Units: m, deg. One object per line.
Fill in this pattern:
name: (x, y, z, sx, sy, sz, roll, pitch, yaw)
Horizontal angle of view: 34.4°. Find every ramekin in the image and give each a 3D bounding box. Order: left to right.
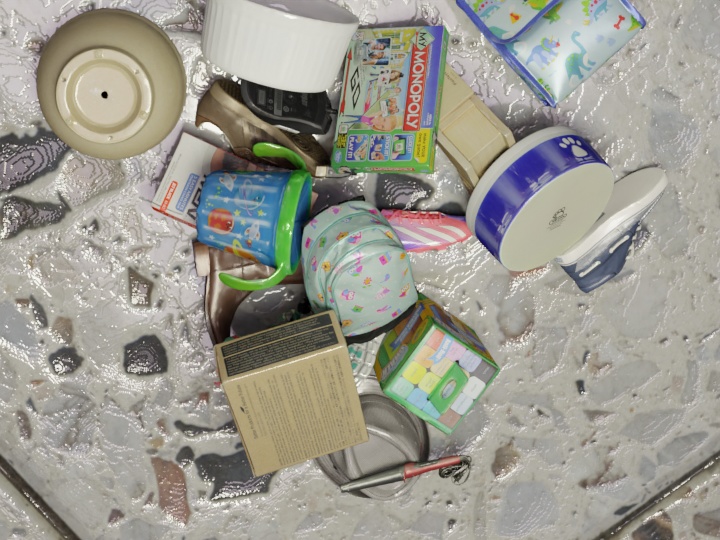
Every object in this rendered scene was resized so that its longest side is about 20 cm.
ramekin: (-0.109, -0.302, 1.486, 0.200, 0.201, 0.098, 14, 111, -11)

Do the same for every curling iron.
curling iron: (0.069, 0.299, 1.677, 0.199, 0.026, 0.050, -8, 113, -13)

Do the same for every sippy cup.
sippy cup: (-0.138, -0.072, 1.490, 0.130, 0.178, 0.140, 11, 122, 5)

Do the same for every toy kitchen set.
toy kitchen set: (0.097, -0.173, 1.611, 0.163, 0.180, 0.200, -40, 67, 1)

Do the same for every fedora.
fedora: (0.019, 0.263, 1.714, 0.177, 0.090, 0.200, -31, 107, 2)

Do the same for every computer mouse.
computer mouse: (-0.076, -0.190, 1.555, 0.200, 0.046, 0.141, 6, 71, -32)

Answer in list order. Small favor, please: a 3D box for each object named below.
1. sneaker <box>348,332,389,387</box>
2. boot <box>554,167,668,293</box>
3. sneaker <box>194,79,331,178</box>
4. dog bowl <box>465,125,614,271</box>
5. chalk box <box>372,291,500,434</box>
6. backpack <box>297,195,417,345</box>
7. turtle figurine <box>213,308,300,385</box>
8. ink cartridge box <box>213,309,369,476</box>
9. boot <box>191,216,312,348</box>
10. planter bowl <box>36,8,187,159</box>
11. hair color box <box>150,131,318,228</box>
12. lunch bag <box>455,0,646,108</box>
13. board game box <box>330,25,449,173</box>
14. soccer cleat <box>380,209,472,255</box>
sneaker: (0.000, 0.108, 1.646, 0.077, 0.091, 0.200, 32, 76, 12)
boot: (0.375, -0.059, 1.690, 0.200, 0.073, 0.090, -38, 122, 6)
sneaker: (-0.134, -0.179, 1.592, 0.200, 0.070, 0.076, 36, 117, -12)
dog bowl: (0.247, -0.096, 1.590, 0.200, 0.079, 0.200, -28, 148, -19)
chalk box: (0.103, 0.135, 1.631, 0.124, 0.200, 0.125, 35, 99, -15)
backpack: (0.000, 0.000, 1.519, 0.167, 0.127, 0.200, -32, 142, -14)
turtle figurine: (-0.123, 0.125, 1.624, 0.200, 0.101, 0.150, 25, 79, -39)
ink cartridge box: (-0.086, 0.161, 1.504, 0.164, 0.075, 0.200, -16, 135, -4)
boot: (-0.126, 0.026, 1.647, 0.199, 0.064, 0.187, -10, 108, -9)
planter bowl: (-0.327, -0.232, 1.506, 0.200, 0.135, 0.201, -2, 107, -6)
hair color box: (-0.171, -0.094, 1.577, 0.200, 0.064, 0.111, 24, 85, -6)
lunch bag: (0.253, -0.346, 1.561, 0.170, 0.127, 0.200, -41, 94, 8)
board game box: (0.040, -0.225, 1.532, 0.134, 0.029, 0.201, 1, 73, 20)
soccer cleat: (0.067, -0.059, 1.645, 0.199, 0.067, 0.077, -11, 102, -1)
